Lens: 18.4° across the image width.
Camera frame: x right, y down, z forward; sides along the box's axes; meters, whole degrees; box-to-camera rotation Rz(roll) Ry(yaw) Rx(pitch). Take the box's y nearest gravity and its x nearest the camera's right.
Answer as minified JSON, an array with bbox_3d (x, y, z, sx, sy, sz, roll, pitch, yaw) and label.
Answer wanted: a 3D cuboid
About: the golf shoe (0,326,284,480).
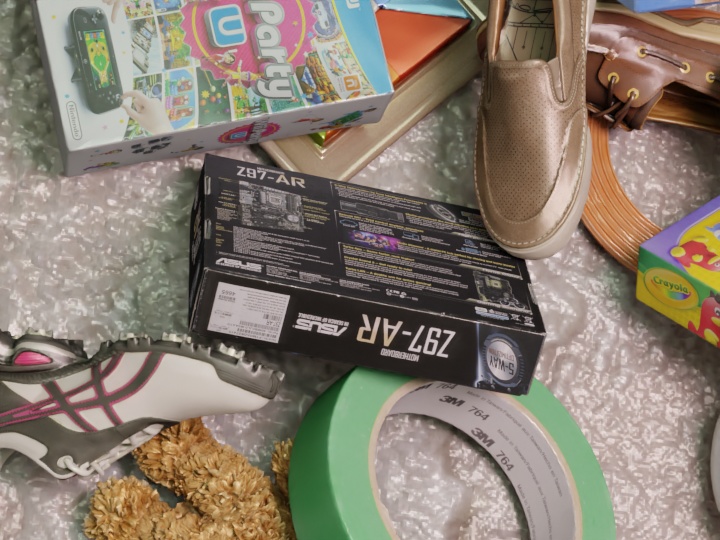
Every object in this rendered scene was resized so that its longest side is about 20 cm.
[{"bbox_3d":[-0.137,0.078,1.258,0.199,0.077,0.088,0,79,22],"label":"golf shoe"}]

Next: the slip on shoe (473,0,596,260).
[{"bbox_3d":[0.101,-0.109,1.319,0.076,0.061,0.201,4,78,30],"label":"slip on shoe"}]

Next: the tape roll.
[{"bbox_3d":[0.055,0.137,1.281,0.200,0.048,0.201,19,53,-27],"label":"tape roll"}]

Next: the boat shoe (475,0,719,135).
[{"bbox_3d":[0.171,-0.125,1.401,0.199,0.072,0.068,7,68,-12],"label":"boat shoe"}]

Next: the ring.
[{"bbox_3d":[0.221,-0.077,1.446,0.200,0.019,0.201,4,71,-13],"label":"ring"}]

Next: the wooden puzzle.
[{"bbox_3d":[-0.019,-0.168,1.410,0.200,0.037,0.185,-40,84,-22],"label":"wooden puzzle"}]

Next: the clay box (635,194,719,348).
[{"bbox_3d":[0.277,0.020,1.326,0.115,0.048,0.200,-30,44,-32],"label":"clay box"}]

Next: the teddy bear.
[{"bbox_3d":[-0.061,0.162,1.274,0.145,0.067,0.200,-37,82,-19],"label":"teddy bear"}]

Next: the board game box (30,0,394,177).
[{"bbox_3d":[-0.095,-0.149,1.346,0.199,0.064,0.148,-11,78,-11],"label":"board game box"}]

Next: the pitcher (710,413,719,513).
[{"bbox_3d":[0.326,0.114,1.324,0.199,0.172,0.122,3,78,-13],"label":"pitcher"}]

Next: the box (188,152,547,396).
[{"bbox_3d":[0.000,0.000,1.302,0.199,0.044,0.160,11,25,-10],"label":"box"}]

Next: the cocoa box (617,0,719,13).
[{"bbox_3d":[0.192,-0.255,1.385,0.131,0.200,0.134,-8,115,-15],"label":"cocoa box"}]
